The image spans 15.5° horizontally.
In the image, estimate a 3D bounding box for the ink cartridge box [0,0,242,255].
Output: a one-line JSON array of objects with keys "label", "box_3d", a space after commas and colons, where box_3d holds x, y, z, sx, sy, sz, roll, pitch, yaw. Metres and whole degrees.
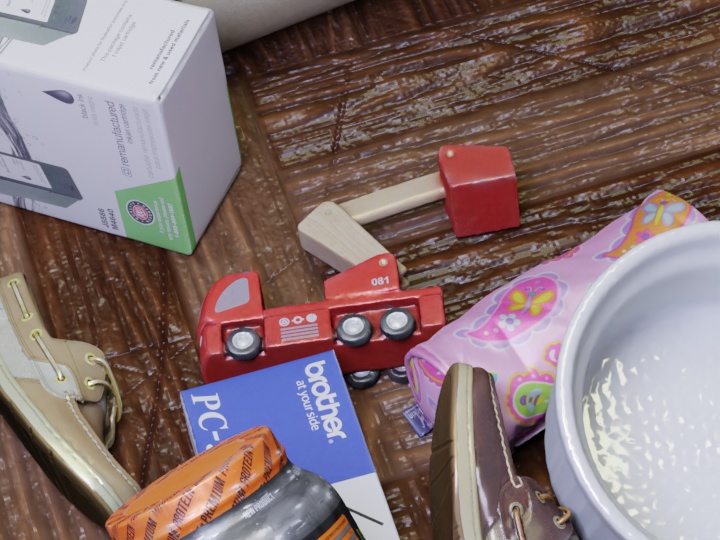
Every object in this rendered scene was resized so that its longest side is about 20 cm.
[{"label": "ink cartridge box", "box_3d": [-0.185, -0.106, 1.620, 0.199, 0.146, 0.084, 15, 55, 18]}]

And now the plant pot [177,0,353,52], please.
[{"label": "plant pot", "box_3d": [-0.051, -0.237, 1.700, 0.183, 0.201, 0.201, -29, 53, -3]}]

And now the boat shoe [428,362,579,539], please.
[{"label": "boat shoe", "box_3d": [0.081, 0.147, 1.412, 0.072, 0.072, 0.201, -3, 71, -11]}]

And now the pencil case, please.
[{"label": "pencil case", "box_3d": [0.120, 0.035, 1.515, 0.200, 0.088, 0.087, -32, 54, -18]}]

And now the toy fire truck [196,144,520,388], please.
[{"label": "toy fire truck", "box_3d": [0.000, 0.000, 1.575, 0.199, 0.049, 0.141, -8, 50, 1]}]

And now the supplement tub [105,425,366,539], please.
[{"label": "supplement tub", "box_3d": [-0.036, 0.187, 1.320, 0.122, 0.122, 0.200, -32, 95, -19]}]

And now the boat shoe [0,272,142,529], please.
[{"label": "boat shoe", "box_3d": [-0.174, 0.068, 1.523, 0.066, 0.074, 0.200, -34, 55, -13]}]

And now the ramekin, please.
[{"label": "ramekin", "box_3d": [0.193, 0.083, 1.417, 0.200, 0.098, 0.201, 3, 71, -8]}]

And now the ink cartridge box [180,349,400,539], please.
[{"label": "ink cartridge box", "box_3d": [-0.031, 0.143, 1.463, 0.094, 0.044, 0.200, -15, 52, -7]}]
